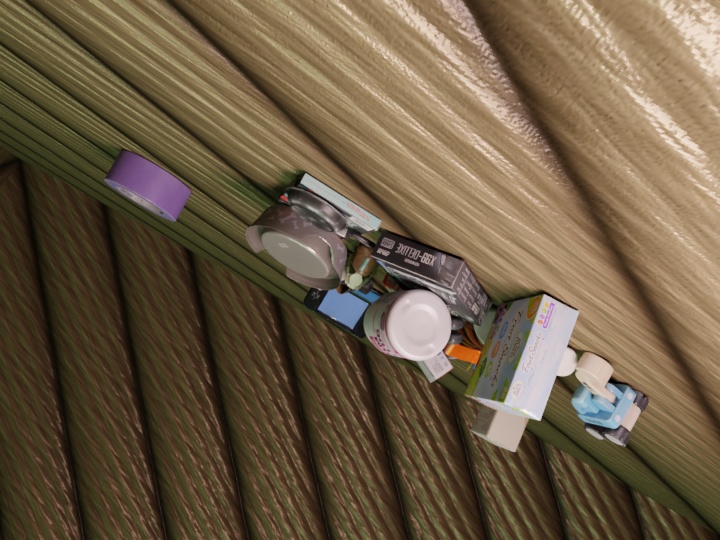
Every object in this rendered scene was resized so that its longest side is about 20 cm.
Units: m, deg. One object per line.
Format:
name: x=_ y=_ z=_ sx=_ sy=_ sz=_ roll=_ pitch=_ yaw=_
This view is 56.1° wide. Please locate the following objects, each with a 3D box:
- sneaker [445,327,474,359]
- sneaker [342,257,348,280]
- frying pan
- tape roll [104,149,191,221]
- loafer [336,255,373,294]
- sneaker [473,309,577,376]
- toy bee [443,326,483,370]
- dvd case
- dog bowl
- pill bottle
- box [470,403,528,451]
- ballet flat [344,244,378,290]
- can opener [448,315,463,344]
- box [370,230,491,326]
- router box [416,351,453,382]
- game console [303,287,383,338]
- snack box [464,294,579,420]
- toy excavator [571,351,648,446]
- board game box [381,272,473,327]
sneaker: x=0.219 y=0.149 z=1.533 sx=0.115 sy=0.076 sz=0.198 roll=45 pitch=158 yaw=-31
sneaker: x=-0.087 y=-0.043 z=1.363 sx=0.199 sy=0.076 sz=0.080 roll=36 pitch=158 yaw=-28
frying pan: x=-0.052 y=-0.077 z=1.106 sx=0.114 sy=0.031 sz=0.190 roll=20 pitch=164 yaw=43
tape roll: x=-0.531 y=-0.210 z=1.691 sx=0.197 sy=0.086 sz=0.200 roll=27 pitch=169 yaw=5
loafer: x=-0.034 y=0.018 z=1.517 sx=0.072 sy=0.073 sz=0.200 roll=19 pitch=168 yaw=35
sneaker: x=0.292 y=0.133 z=1.237 sx=0.197 sy=0.076 sz=0.088 roll=27 pitch=-178 yaw=-1
toy bee: x=0.257 y=0.162 z=1.332 sx=0.200 sy=0.109 sz=0.130 roll=42 pitch=125 yaw=-16
dvd case: x=-0.059 y=-0.102 z=1.130 sx=0.144 sy=0.022 sz=0.200 roll=31 pitch=171 yaw=-14
dog bowl: x=-0.112 y=-0.044 z=1.240 sx=0.197 sy=0.059 sz=0.201 roll=23 pitch=157 yaw=10
pill bottle: x=0.074 y=0.093 z=1.180 sx=0.112 sy=0.115 sz=0.200 roll=29 pitch=170 yaw=-10
box: x=0.326 y=0.280 z=1.473 sx=0.077 sy=0.203 sz=0.095 roll=28 pitch=170 yaw=-11
ballet flat: x=0.000 y=0.000 z=1.331 sx=0.067 sy=0.073 sz=0.200 roll=29 pitch=170 yaw=-2
can opener: x=0.131 y=0.094 z=1.292 sx=0.066 sy=0.055 sz=0.198 roll=-6 pitch=-168 yaw=-37
box: x=0.124 y=0.017 z=1.140 sx=0.156 sy=0.050 sz=0.200 roll=23 pitch=169 yaw=30
router box: x=0.135 y=0.163 z=1.592 sx=0.202 sy=0.048 sz=0.180 roll=57 pitch=175 yaw=10
game console: x=-0.031 y=0.086 z=1.746 sx=0.198 sy=0.177 sz=0.117 roll=30 pitch=-162 yaw=-12
snack box: x=0.245 y=0.133 z=1.053 sx=0.067 sy=0.171 sz=0.200 roll=24 pitch=170 yaw=-5
toy excavator: x=0.440 y=0.227 z=1.253 sx=0.199 sy=0.101 sz=0.194 roll=38 pitch=167 yaw=-8
board game box: x=0.139 y=0.064 z=1.350 sx=0.149 sy=0.047 sz=0.200 roll=23 pitch=169 yaw=25
